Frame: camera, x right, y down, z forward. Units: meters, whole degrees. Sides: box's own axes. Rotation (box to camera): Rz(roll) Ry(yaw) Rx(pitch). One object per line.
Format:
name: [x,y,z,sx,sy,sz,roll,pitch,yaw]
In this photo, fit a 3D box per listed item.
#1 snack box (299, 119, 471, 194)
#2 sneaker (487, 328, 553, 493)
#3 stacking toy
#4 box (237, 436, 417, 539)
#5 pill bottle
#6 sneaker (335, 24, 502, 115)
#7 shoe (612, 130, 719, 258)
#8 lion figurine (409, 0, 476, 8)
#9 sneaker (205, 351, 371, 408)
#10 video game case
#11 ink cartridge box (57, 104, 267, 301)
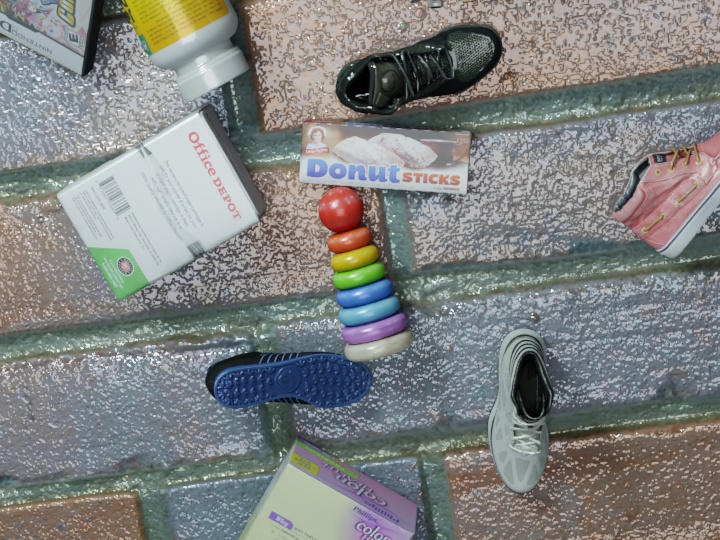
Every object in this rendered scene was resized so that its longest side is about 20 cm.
snack box: [0.029,-0.133,1.789,0.197,0.024,0.073,4,105,3]
sneaker: [0.187,0.179,1.804,0.075,0.115,0.203,0,104,4]
stacking toy: [0.000,0.000,1.800,0.084,0.085,0.203,-13,96,7]
box: [-0.054,0.340,1.870,0.174,0.097,0.202,29,104,-3]
pill bottle: [-0.206,-0.297,1.723,0.112,0.113,0.202,-26,101,10]
sneaker: [0.066,-0.221,1.722,0.197,0.114,0.077,-13,104,5]
shoe: [0.373,-0.116,1.743,0.090,0.072,0.201,31,108,-9]
lion figurine: [0.146,-0.357,1.680,0.197,0.072,0.124,-6,95,-8]
sneaker: [-0.089,0.126,1.842,0.197,0.078,0.071,0,102,-18]
video game case: [-0.365,-0.337,1.708,0.179,0.026,0.201,28,132,9]
ink cartridge box: [-0.227,-0.080,1.789,0.198,0.084,0.147,-28,100,10]
